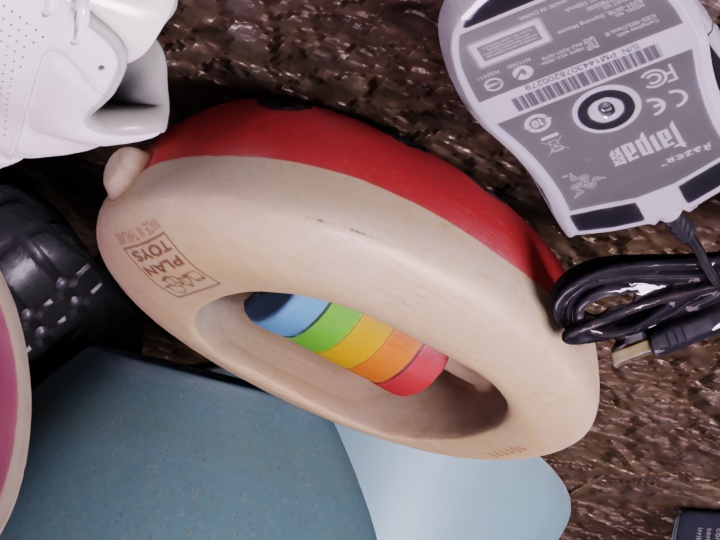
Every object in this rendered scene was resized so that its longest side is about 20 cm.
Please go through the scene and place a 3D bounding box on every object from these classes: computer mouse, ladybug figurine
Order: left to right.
[{"bbox_3d":[0.000,0.000,0.796,0.199,0.072,0.135,30,151,-31],"label":"ladybug figurine"},{"bbox_3d":[0.083,-0.044,0.688,0.109,0.044,0.200,-18,140,15],"label":"computer mouse"}]

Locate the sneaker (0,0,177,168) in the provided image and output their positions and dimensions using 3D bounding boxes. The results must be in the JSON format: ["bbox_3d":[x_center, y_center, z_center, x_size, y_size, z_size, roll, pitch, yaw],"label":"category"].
[{"bbox_3d":[-0.106,-0.094,0.679,0.099,0.079,0.200,-1,159,13],"label":"sneaker"}]

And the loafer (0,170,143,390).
[{"bbox_3d":[-0.131,0.011,0.912,0.070,0.068,0.201,46,168,16],"label":"loafer"}]

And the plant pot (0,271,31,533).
[{"bbox_3d":[-0.219,0.047,0.788,0.178,0.201,0.200,-5,149,25],"label":"plant pot"}]

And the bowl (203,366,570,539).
[{"bbox_3d":[-0.013,0.132,1.035,0.199,0.106,0.201,11,154,5],"label":"bowl"}]

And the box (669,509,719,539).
[{"bbox_3d":[0.240,0.185,1.003,0.199,0.108,0.149,1,151,28],"label":"box"}]

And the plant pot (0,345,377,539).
[{"bbox_3d":[-0.073,0.104,0.874,0.199,0.136,0.200,14,179,0],"label":"plant pot"}]
